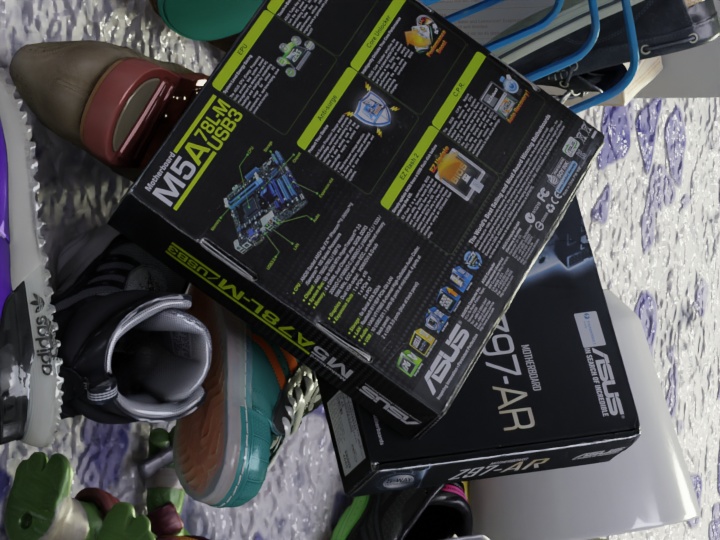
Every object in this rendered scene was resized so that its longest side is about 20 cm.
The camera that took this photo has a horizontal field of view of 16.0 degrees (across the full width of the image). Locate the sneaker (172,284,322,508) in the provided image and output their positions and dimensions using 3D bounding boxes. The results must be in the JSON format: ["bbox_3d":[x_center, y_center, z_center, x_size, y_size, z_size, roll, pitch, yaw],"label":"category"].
[{"bbox_3d":[-0.050,0.059,1.341,0.072,0.080,0.200,-60,-163,28],"label":"sneaker"}]

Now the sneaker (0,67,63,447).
[{"bbox_3d":[-0.201,-0.012,1.195,0.099,0.070,0.201,-5,71,-20],"label":"sneaker"}]

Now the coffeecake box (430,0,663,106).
[{"bbox_3d":[0.098,-0.210,1.636,0.073,0.153,0.201,-43,128,-53],"label":"coffeecake box"}]

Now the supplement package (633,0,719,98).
[{"bbox_3d":[0.169,-0.204,1.716,0.111,0.199,0.156,-39,125,-53],"label":"supplement package"}]

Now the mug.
[{"bbox_3d":[0.116,0.097,1.653,0.149,0.186,0.154,-4,84,-61],"label":"mug"}]

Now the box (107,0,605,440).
[{"bbox_3d":[0.002,-0.047,1.311,0.200,0.193,0.048,-58,-176,-30],"label":"box"}]

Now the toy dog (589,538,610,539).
[{"bbox_3d":[0.091,0.262,1.640,0.140,0.199,0.194,61,-18,14],"label":"toy dog"}]

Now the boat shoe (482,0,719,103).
[{"bbox_3d":[0.132,-0.133,1.566,0.062,0.200,0.075,61,32,-11],"label":"boat shoe"}]

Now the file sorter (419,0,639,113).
[{"bbox_3d":[0.055,-0.174,1.483,0.138,0.200,0.123,-23,127,-12],"label":"file sorter"}]

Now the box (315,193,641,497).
[{"bbox_3d":[0.047,0.011,1.356,0.160,0.044,0.201,-5,70,-24],"label":"box"}]

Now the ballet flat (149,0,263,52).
[{"bbox_3d":[-0.065,-0.158,1.448,0.200,0.068,0.073,27,48,-59],"label":"ballet flat"}]

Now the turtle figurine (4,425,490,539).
[{"bbox_3d":[-0.078,0.124,1.357,0.194,0.200,0.144,20,40,-55],"label":"turtle figurine"}]

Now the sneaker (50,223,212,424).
[{"bbox_3d":[-0.114,0.030,1.309,0.200,0.113,0.076,-37,124,-54],"label":"sneaker"}]

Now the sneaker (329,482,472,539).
[{"bbox_3d":[0.038,0.139,1.619,0.077,0.083,0.201,54,44,-50],"label":"sneaker"}]

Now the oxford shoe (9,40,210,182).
[{"bbox_3d":[-0.124,-0.088,1.335,0.071,0.075,0.200,-62,168,-3],"label":"oxford shoe"}]
